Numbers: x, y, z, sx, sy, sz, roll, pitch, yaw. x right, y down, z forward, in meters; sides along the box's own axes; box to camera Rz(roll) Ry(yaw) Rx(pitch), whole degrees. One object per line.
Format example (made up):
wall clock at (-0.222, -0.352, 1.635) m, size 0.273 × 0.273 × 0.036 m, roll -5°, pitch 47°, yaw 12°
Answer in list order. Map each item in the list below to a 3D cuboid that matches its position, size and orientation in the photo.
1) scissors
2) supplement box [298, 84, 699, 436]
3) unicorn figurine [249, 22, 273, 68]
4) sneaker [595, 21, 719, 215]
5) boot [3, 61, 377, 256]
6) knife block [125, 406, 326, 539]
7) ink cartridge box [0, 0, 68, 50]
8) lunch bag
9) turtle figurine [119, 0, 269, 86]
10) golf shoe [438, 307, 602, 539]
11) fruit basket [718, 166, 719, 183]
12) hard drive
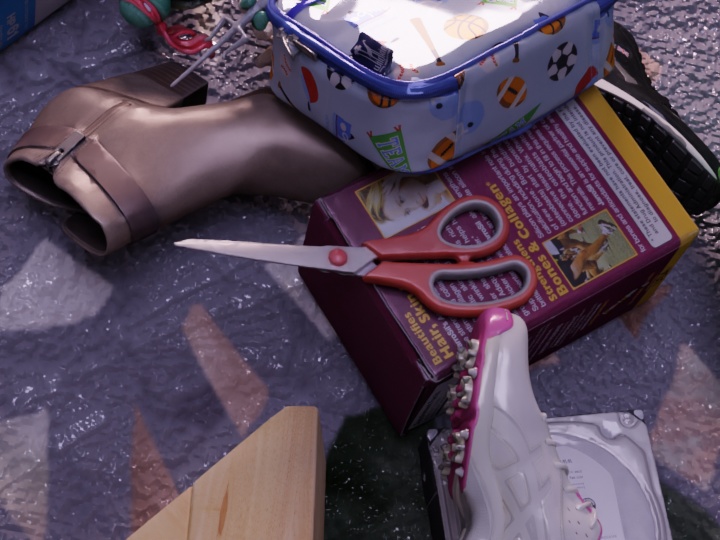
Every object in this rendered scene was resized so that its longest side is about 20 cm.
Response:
scissors at (0.000, 0.000, 0.869) m, size 0.198 × 0.014 × 0.074 m, roll -7°, pitch 68°, yaw -13°
supplement box at (0.081, -0.011, 0.951) m, size 0.199 × 0.103 × 0.132 m, roll -26°, pitch 72°, yaw -20°
unicorn figurine at (0.015, -0.189, 1.049) m, size 0.137 × 0.074 × 0.201 m, roll 30°, pitch 78°, yaw -7°
sneaker at (0.170, -0.124, 1.038) m, size 0.200 × 0.076 × 0.088 m, roll 39°, pitch 59°, yaw 9°
boot at (-0.108, -0.057, 0.948) m, size 0.199 × 0.071 × 0.146 m, roll 25°, pitch 47°, yaw 25°
knife block at (-0.045, 0.193, 0.834) m, size 0.200 × 0.064 × 0.175 m, roll -39°, pitch 61°, yaw -23°
ink cartridge box at (-0.220, -0.255, 1.027) m, size 0.144 × 0.085 × 0.200 m, roll 43°, pitch 67°, yaw 11°
lunch bag at (0.044, -0.142, 0.933) m, size 0.199 × 0.076 × 0.160 m, roll -26°, pitch 46°, yaw -28°
turtle figurine at (-0.101, -0.218, 0.980) m, size 0.149 × 0.101 × 0.201 m, roll 36°, pitch 79°, yaw -11°
golf shoe at (0.087, 0.122, 0.834) m, size 0.091 × 0.075 × 0.202 m, roll 3°, pitch 88°, yaw -4°
fruit basket at (0.331, 0.013, 0.983) m, size 0.215 × 0.155 × 0.217 m, roll 33°, pitch 45°, yaw -41°
hard drive at (0.116, 0.184, 0.904) m, size 0.138 × 0.038 × 0.202 m, roll -3°, pitch 67°, yaw -10°
